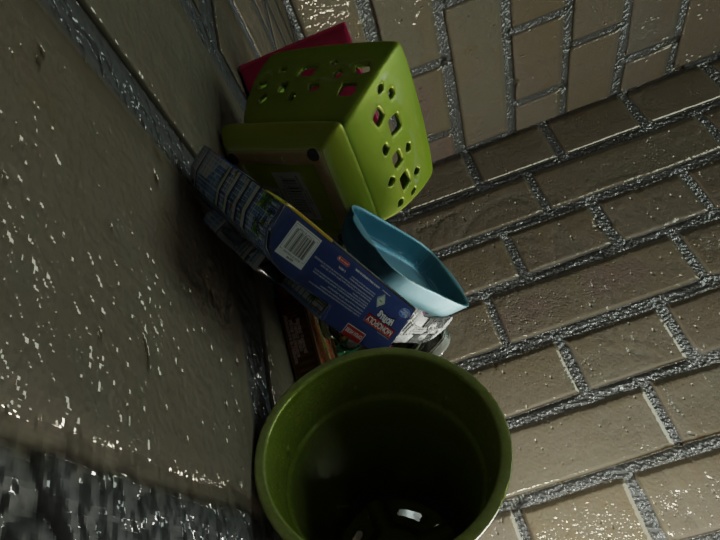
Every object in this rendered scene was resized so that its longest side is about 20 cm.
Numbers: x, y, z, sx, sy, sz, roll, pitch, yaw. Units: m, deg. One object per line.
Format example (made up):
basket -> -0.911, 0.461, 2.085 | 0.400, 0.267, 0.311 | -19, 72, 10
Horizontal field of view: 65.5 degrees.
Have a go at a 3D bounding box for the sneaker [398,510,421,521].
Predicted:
sneaker -> 0.072, 0.378, 0.796 | 0.200, 0.074, 0.116 | 58, 16, -55

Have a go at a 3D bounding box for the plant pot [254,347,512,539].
plant pot -> 0.027, 0.207, 0.488 | 0.201, 0.198, 0.191 | -102, -177, -53

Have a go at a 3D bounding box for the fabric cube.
fabric cube -> -0.072, -0.279, 0.998 | 0.200, 0.195, 0.201 | -50, 119, -83

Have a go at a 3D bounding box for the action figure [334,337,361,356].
action figure -> 0.011, 0.059, 0.823 | 0.118, 0.200, 0.055 | 8, -42, 52

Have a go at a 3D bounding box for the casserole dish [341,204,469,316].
casserole dish -> 0.049, -0.004, 0.645 | 0.199, 0.039, 0.122 | 23, 28, -46

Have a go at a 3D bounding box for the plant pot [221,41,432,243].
plant pot -> -0.042, -0.148, 0.707 | 0.182, 0.197, 0.201 | -60, 143, -34

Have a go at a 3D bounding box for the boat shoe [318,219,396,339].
boat shoe -> 0.000, 0.000, 0.720 | 0.072, 0.065, 0.202 | 75, 25, -45

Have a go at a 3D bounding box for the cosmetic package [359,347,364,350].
cosmetic package -> -0.003, 0.120, 0.955 | 0.200, 0.070, 0.106 | 63, 9, -56

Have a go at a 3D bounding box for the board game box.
board game box -> -0.073, -0.024, 0.530 | 0.199, 0.062, 0.200 | 35, -3, 44

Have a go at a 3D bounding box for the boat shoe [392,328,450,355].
boat shoe -> 0.052, 0.150, 0.890 | 0.064, 0.200, 0.071 | 40, 6, -33

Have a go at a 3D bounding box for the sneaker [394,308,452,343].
sneaker -> 0.045, 0.043, 0.715 | 0.082, 0.070, 0.200 | 53, 15, 27

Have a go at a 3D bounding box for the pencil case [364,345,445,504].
pencil case -> 0.064, 0.171, 0.638 | 0.200, 0.090, 0.094 | 42, -38, 41

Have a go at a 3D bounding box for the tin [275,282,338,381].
tin -> -0.058, 0.090, 0.686 | 0.112, 0.042, 0.202 | 46, 25, -68
